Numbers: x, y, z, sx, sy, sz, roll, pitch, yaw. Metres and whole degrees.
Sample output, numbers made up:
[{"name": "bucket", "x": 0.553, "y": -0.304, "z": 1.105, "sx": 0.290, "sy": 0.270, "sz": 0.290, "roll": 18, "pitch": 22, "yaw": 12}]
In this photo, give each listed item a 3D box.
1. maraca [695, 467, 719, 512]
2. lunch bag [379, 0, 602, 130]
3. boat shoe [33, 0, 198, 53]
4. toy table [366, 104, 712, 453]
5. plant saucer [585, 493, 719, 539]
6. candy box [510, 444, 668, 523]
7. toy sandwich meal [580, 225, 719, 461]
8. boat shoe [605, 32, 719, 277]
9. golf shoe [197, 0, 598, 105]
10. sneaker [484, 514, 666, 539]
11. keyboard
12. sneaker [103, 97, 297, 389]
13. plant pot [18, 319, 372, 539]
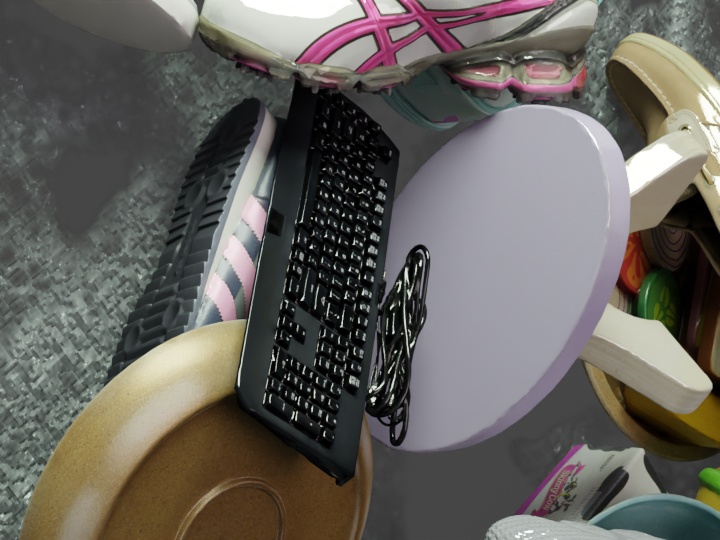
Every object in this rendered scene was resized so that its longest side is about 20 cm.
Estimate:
[{"name": "maraca", "x": 0.269, "y": 0.184, "z": 1.088, "sx": 0.107, "sy": 0.137, "sz": 0.200, "roll": -45, "pitch": 124, "yaw": -1}, {"name": "lunch bag", "x": 0.033, "y": -0.183, "z": 0.961, "sx": 0.200, "sy": 0.077, "sz": 0.161, "roll": 49, "pitch": 64, "yaw": -23}, {"name": "boat shoe", "x": -0.150, "y": -0.173, "z": 0.826, "sx": 0.199, "sy": 0.072, "sz": 0.069, "roll": 31, "pitch": 68, "yaw": -23}, {"name": "toy table", "x": 0.089, "y": 0.005, "z": 0.938, "sx": 0.117, "sy": 0.200, "sz": 0.185, "roll": -1, "pitch": 56, "yaw": -48}, {"name": "plant saucer", "x": 0.145, "y": 0.218, "z": 0.965, "sx": 0.199, "sy": 0.036, "sz": 0.202, "roll": 2, "pitch": 86, "yaw": -35}, {"name": "candy box", "x": 0.146, "y": 0.218, "z": 1.025, "sx": 0.136, "sy": 0.061, "sz": 0.201, "roll": -43, "pitch": 112, "yaw": -30}, {"name": "toy sandwich meal", "x": 0.211, "y": 0.023, "z": 1.088, "sx": 0.204, "sy": 0.070, "sz": 0.207, "roll": 4, "pitch": 84, "yaw": -38}, {"name": "boat shoe", "x": 0.190, "y": -0.056, "z": 1.036, "sx": 0.064, "sy": 0.201, "sz": 0.071, "roll": -29, "pitch": 146, "yaw": -8}, {"name": "golf shoe", "x": 0.019, "y": -0.132, "z": 0.874, "sx": 0.198, "sy": 0.073, "sz": 0.093, "roll": -1, "pitch": 110, "yaw": -20}, {"name": "sneaker", "x": 0.125, "y": 0.187, "z": 0.891, "sx": 0.199, "sy": 0.075, "sz": 0.115, "roll": 15, "pitch": 90, "yaw": -39}, {"name": "keyboard", "x": 0.000, "y": 0.000, "z": 0.853, "sx": 0.104, "sy": 0.039, "sz": 0.201, "roll": 39, "pitch": 44, "yaw": -34}, {"name": "sneaker", "x": -0.059, "y": 0.020, "z": 0.873, "sx": 0.082, "sy": 0.070, "sz": 0.201, "roll": 33, "pitch": 68, "yaw": -29}, {"name": "plant pot", "x": -0.066, "y": 0.121, "z": 0.838, "sx": 0.199, "sy": 0.027, "sz": 0.202, "roll": -20, "pitch": 122, "yaw": -35}]
